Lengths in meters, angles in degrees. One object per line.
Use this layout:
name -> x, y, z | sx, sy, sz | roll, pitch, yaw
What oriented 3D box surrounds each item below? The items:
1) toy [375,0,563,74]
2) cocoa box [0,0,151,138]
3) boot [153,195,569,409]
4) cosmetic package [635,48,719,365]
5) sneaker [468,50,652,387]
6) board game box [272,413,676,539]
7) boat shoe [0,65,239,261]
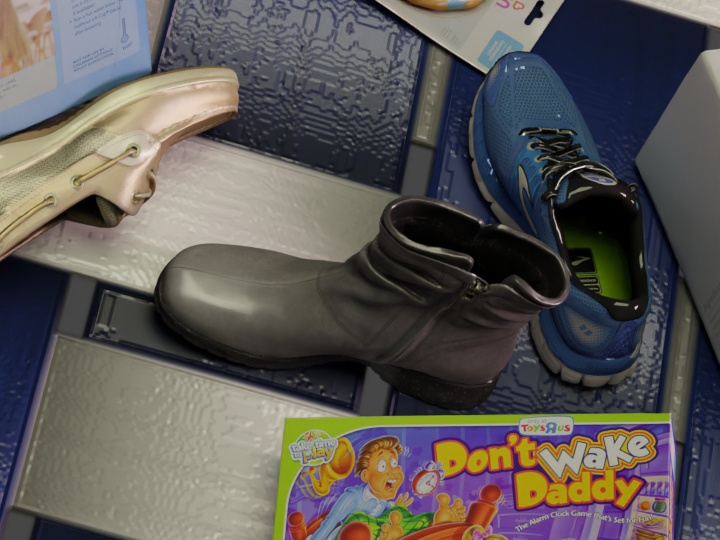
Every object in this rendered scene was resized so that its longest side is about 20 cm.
toy -> 0.032, -0.209, 1.686 | 0.200, 0.047, 0.115 | 32, 58, 4
cocoa box -> -0.226, -0.147, 1.493 | 0.200, 0.134, 0.131 | -26, 47, -26
boot -> 0.000, 0.000, 1.499 | 0.200, 0.132, 0.070 | 11, 58, -10
cosmetic package -> 0.291, -0.024, 1.608 | 0.199, 0.123, 0.200 | -10, 62, -22
sneaker -> 0.120, -0.041, 1.585 | 0.078, 0.089, 0.200 | -8, 62, -22
board game box -> 0.056, 0.141, 1.438 | 0.200, 0.045, 0.135 | -1, 57, 10
boat shoe -> -0.143, -0.051, 1.529 | 0.200, 0.072, 0.065 | -25, 83, -30
